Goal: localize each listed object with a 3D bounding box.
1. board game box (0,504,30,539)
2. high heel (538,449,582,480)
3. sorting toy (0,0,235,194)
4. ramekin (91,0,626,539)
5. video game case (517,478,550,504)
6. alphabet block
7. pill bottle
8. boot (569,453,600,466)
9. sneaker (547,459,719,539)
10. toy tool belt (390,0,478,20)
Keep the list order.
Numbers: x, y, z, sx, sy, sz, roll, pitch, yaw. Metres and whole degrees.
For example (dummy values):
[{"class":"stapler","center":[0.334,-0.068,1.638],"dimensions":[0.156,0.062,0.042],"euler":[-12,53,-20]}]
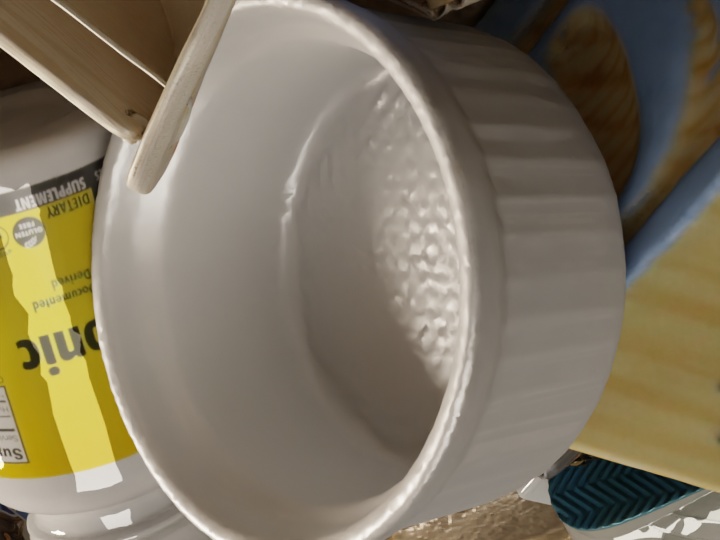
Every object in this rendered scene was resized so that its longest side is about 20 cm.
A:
[{"class":"board game box","center":[-0.171,0.177,0.982],"dimensions":[0.034,0.200,0.135],"euler":[-26,134,17]},{"class":"high heel","center":[0.014,0.044,0.903],"dimensions":[0.200,0.143,0.071],"euler":[-12,130,19]},{"class":"sorting toy","center":[-0.086,-0.160,0.615],"dimensions":[0.200,0.107,0.180],"euler":[38,129,8]},{"class":"ramekin","center":[0.000,0.000,0.742],"dimensions":[0.098,0.201,0.200],"euler":[-4,144,-44]},{"class":"video game case","center":[0.205,0.071,1.067],"dimensions":[0.182,0.023,0.200],"euler":[15,132,-24]},{"class":"alphabet block","center":[0.166,-0.038,0.821],"dimensions":[0.200,0.195,0.196],"euler":[17,133,-27]},{"class":"pill bottle","center":[-0.119,0.030,0.848],"dimensions":[0.111,0.111,0.200],"euler":[-13,111,4]},{"class":"boot","center":[0.151,0.080,0.982],"dimensions":[0.138,0.200,0.077],"euler":[-43,171,36]},{"class":"sneaker","center":[0.199,0.100,1.035],"dimensions":[0.200,0.077,0.081],"euler":[-13,146,14]},{"class":"toy tool belt","center":[0.020,-0.140,0.668],"dimensions":[0.123,0.200,0.125],"euler":[-9,118,-45]}]
